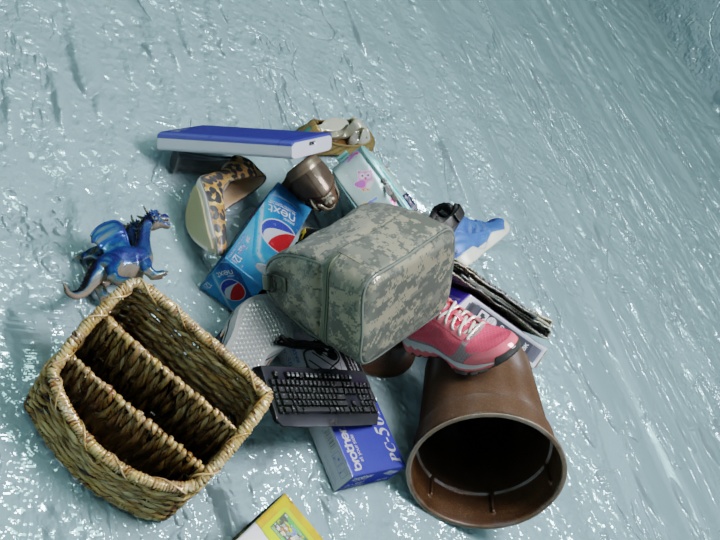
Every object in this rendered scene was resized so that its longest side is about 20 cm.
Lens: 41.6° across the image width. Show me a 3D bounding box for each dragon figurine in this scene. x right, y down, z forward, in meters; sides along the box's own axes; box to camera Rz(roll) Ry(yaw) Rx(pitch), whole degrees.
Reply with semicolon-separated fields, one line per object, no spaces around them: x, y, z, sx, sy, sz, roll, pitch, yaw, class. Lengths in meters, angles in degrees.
-0.291;-0.017;1.099;0.100;0.059;0.200;54;36;12;dragon figurine

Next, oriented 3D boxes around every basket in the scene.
-0.218;0.135;0.950;0.200;0.149;0.143;43;36;-5;basket

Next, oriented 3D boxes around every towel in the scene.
0.175;0.028;1.379;0.192;0.035;0.200;35;-3;-13;towel

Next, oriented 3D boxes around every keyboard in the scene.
-0.053;0.126;1.126;0.200;0.021;0.128;12;47;-54;keyboard

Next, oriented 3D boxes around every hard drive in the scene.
-0.156;-0.176;1.288;0.199;0.026;0.132;6;15;20;hard drive

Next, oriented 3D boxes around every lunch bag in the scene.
0.000;0.000;1.162;0.167;0.140;0.200;27;39;30;lunch bag
0.026;-0.111;1.416;0.161;0.077;0.200;57;3;-2;lunch bag

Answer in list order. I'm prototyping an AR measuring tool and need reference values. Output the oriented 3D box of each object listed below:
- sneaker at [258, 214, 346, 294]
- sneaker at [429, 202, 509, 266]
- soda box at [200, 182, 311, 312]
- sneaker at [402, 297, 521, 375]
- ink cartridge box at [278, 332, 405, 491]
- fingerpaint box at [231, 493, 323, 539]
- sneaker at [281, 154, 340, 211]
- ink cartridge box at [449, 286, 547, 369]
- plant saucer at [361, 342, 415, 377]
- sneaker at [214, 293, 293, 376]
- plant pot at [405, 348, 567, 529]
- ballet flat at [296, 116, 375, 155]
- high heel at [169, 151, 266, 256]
-0.073;-0.009;1.273;0.199;0.070;0.090;-26;78;-31;sneaker
0.178;-0.078;1.615;0.112;0.077;0.200;56;42;-2;sneaker
-0.136;-0.032;1.263;0.064;0.068;0.200;38;36;-10;soda box
0.115;0.074;1.222;0.074;0.199;0.087;-38;119;-32;sneaker
-0.026;0.172;1.196;0.094;0.044;0.201;-1;57;-44;ink cartridge box
-0.074;0.356;0.945;0.200;0.073;0.167;49;35;4;fingerpaint box
-0.068;-0.113;1.358;0.076;0.070;0.200;55;0;-1;sneaker
0.151;0.060;1.390;0.199;0.044;0.198;34;-3;-16;ink cartridge box
0.012;0.057;1.354;0.200;0.037;0.201;26;40;-24;plant saucer
-0.145;0.099;1.122;0.078;0.079;0.200;44;28;-6;sneaker
0.160;0.195;1.249;0.200;0.200;0.199;33;31;-18;plant pot
-0.027;-0.223;1.561;0.200;0.063;0.069;-16;68;-51;ballet flat
-0.167;-0.089;1.279;0.142;0.072;0.201;6;42;-34;high heel
